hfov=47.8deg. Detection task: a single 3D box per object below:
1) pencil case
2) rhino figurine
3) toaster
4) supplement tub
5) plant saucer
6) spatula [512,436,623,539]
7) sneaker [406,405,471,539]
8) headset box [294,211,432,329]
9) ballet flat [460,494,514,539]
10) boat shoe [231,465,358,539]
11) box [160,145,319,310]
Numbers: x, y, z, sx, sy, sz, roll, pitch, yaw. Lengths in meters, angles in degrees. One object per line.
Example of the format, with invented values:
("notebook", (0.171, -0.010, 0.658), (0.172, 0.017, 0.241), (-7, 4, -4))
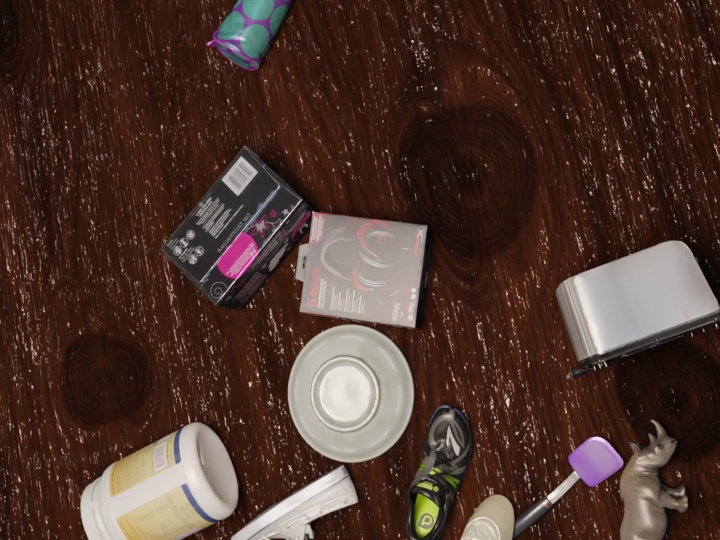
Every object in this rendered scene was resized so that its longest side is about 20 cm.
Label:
("pencil case", (-0.158, -0.423, 1.276), (0.091, 0.085, 0.204), (26, 89, -3))
("rhino figurine", (0.395, 0.306, 1.095), (0.085, 0.060, 0.206), (1, 82, 17))
("toaster", (0.352, 0.055, 1.072), (0.196, 0.181, 0.121), (-21, 77, 8))
("supplement tub", (-0.294, 0.330, 1.196), (0.197, 0.144, 0.147), (-27, 79, 8))
("plant saucer", (-0.019, 0.182, 1.201), (0.195, 0.050, 0.206), (-1, 85, 12))
("spatula", (0.276, 0.311, 1.139), (0.199, 0.021, 0.057), (-42, 78, 6))
("sneaker", (0.110, 0.294, 1.145), (0.069, 0.083, 0.205), (15, 87, 12))
("headset box", (0.000, 0.000, 1.203), (0.195, 0.075, 0.153), (8, 86, 12))
("ballet flat", (0.154, 0.404, 1.118), (0.068, 0.070, 0.203), (24, 81, 13))
("boat shoe", (-0.090, 0.373, 1.190), (0.199, 0.075, 0.087), (-30, 81, -3))
("box", (-0.178, -0.060, 1.228), (0.132, 0.115, 0.201), (41, 92, 14))
